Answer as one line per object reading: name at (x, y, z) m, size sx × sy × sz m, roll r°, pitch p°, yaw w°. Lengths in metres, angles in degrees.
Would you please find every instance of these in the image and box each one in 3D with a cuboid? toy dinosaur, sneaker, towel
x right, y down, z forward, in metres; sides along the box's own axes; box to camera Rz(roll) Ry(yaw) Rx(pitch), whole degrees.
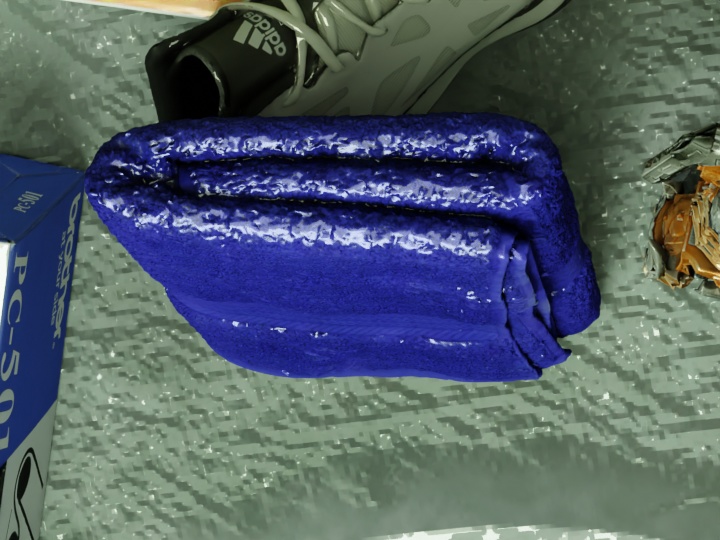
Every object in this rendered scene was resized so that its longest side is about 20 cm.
toy dinosaur at (0.167, -0.016, 0.924) m, size 0.135 × 0.200 × 0.102 m, roll 24°, pitch 87°, yaw -17°
sneaker at (0.005, -0.087, 0.927) m, size 0.076 × 0.115 × 0.201 m, roll 46°, pitch 126°, yaw 9°
towel at (0.000, 0.000, 0.940) m, size 0.147 × 0.200 × 0.050 m, roll -2°, pitch 76°, yaw 8°

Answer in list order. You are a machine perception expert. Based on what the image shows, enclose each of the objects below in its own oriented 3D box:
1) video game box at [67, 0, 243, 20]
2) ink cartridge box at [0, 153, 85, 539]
video game box at (-0.122, -0.187, 0.984) m, size 0.199 × 0.047 × 0.183 m, roll 8°, pitch 109°, yaw 9°
ink cartridge box at (-0.142, 0.066, 1.042) m, size 0.044 × 0.094 × 0.201 m, roll 12°, pitch 109°, yaw 7°
